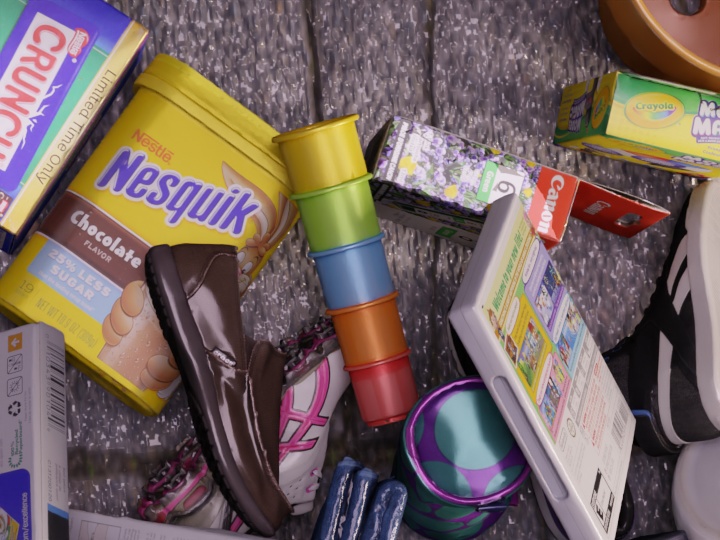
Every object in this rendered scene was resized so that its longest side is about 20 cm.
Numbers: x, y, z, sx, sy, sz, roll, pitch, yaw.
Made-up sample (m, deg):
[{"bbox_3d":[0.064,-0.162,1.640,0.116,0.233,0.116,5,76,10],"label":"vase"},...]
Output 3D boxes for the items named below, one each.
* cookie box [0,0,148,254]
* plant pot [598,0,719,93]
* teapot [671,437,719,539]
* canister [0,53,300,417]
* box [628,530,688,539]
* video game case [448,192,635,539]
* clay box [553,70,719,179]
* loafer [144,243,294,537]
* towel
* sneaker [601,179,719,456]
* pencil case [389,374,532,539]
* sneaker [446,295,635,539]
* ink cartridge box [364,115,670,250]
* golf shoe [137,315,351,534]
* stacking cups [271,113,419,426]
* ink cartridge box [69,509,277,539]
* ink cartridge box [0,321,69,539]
[{"bbox_3d":[-0.270,-0.138,1.711,0.199,0.075,0.172,32,78,-4],"label":"cookie box"},{"bbox_3d":[0.244,-0.204,1.745,0.199,0.183,0.201,2,81,-10],"label":"plant pot"},{"bbox_3d":[0.317,0.165,1.726,0.199,0.198,0.146,-20,127,20],"label":"teapot"},{"bbox_3d":[-0.135,-0.021,1.711,0.148,0.087,0.200,36,80,-3],"label":"canister"},{"bbox_3d":[0.135,0.273,1.700,0.199,0.107,0.149,-17,85,-11],"label":"box"},{"bbox_3d":[0.118,0.064,1.605,0.022,0.200,0.183,-24,105,19],"label":"video game case"},{"bbox_3d":[0.206,-0.096,1.714,0.114,0.200,0.048,12,90,-6],"label":"clay box"},{"bbox_3d":[-0.077,0.071,1.635,0.071,0.073,0.201,-19,91,-10],"label":"loafer"},{"bbox_3d":[-0.010,0.184,1.641,0.048,0.200,0.112,16,80,-1],"label":"towel"},{"bbox_3d":[0.208,0.033,1.765,0.073,0.112,0.201,40,41,-39],"label":"sneaker"},{"bbox_3d":[0.067,0.126,1.663,0.092,0.200,0.086,0,78,-3],"label":"pencil case"},{"bbox_3d":[0.132,0.093,1.734,0.076,0.088,0.201,-30,88,-12],"label":"sneaker"},{"bbox_3d":[0.099,-0.042,1.738,0.199,0.109,0.051,19,79,-6],"label":"ink cartridge box"},{"bbox_3d":[-0.055,0.115,1.717,0.200,0.073,0.092,-47,107,-6],"label":"golf shoe"},{"bbox_3d":[0.000,0.000,1.669,0.060,0.060,0.201,-19,96,-11],"label":"stacking cups"},{"bbox_3d":[-0.133,0.243,1.647,0.057,0.199,0.163,16,82,-44],"label":"ink cartridge box"},{"bbox_3d":[-0.278,0.149,1.639,0.199,0.043,0.199,-15,65,23],"label":"ink cartridge box"}]
